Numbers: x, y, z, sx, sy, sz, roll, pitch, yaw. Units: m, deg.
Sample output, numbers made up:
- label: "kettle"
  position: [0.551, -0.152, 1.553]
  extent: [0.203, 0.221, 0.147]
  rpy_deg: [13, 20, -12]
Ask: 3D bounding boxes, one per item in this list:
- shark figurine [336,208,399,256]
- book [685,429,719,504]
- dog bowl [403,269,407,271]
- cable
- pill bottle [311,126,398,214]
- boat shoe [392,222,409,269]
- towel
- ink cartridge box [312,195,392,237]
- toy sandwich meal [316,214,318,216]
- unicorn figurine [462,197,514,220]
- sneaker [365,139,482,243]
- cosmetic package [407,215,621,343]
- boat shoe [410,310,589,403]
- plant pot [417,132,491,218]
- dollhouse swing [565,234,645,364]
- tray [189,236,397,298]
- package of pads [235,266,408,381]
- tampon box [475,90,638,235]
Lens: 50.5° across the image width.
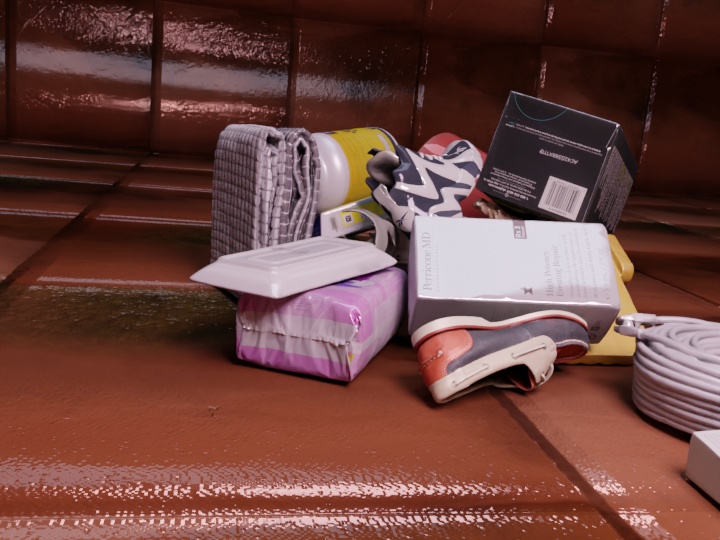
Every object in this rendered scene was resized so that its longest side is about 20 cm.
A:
- label: "shark figurine"
  position: [0.018, -0.007, 0.926]
  extent: [0.125, 0.092, 0.214]
  rpy_deg: [-8, -16, -24]
- label: "book"
  position: [0.335, 0.147, 0.489]
  extent: [0.194, 0.050, 0.134]
  rpy_deg: [2, 15, -9]
- label: "dog bowl"
  position: [0.111, -0.028, 1.162]
  extent: [0.194, 0.061, 0.200]
  rpy_deg: [6, 11, -1]
- label: "cable"
  position: [0.331, 0.099, 0.649]
  extent: [0.194, 0.071, 0.200]
  rpy_deg: [5, 12, -11]
- label: "pill bottle"
  position: [-0.034, -0.144, 1.107]
  extent: [0.110, 0.115, 0.198]
  rpy_deg: [14, 21, 38]
- label: "boat shoe"
  position: [0.122, 0.000, 1.030]
  extent: [0.195, 0.071, 0.071]
  rpy_deg: [18, -12, 7]
- label: "towel"
  position: [-0.111, -0.066, 0.895]
  extent: [0.083, 0.206, 0.165]
  rpy_deg: [-2, 12, -28]
- label: "ink cartridge box"
  position: [-0.023, -0.065, 1.054]
  extent: [0.195, 0.048, 0.197]
  rpy_deg: [-17, 2, -12]
- label: "toy sandwich meal"
  position: [-0.113, -0.094, 1.220]
  extent: [0.199, 0.072, 0.205]
  rpy_deg: [-7, -7, -1]
- label: "unicorn figurine"
  position: [0.207, -0.034, 1.031]
  extent: [0.135, 0.075, 0.199]
  rpy_deg: [28, 8, 19]
- label: "sneaker"
  position: [0.069, -0.122, 0.920]
  extent: [0.129, 0.079, 0.202]
  rpy_deg: [37, 50, -13]
- label: "cosmetic package"
  position: [0.146, 0.009, 0.758]
  extent: [0.194, 0.075, 0.104]
  rpy_deg: [2, 54, -2]
- label: "boat shoe"
  position: [0.134, 0.078, 0.679]
  extent: [0.195, 0.072, 0.064]
  rpy_deg: [1, 54, -33]
- label: "plant pot"
  position: [0.195, -0.120, 1.349]
  extent: [0.175, 0.206, 0.198]
  rpy_deg: [26, 22, 36]
- label: "dollhouse swing"
  position: [0.203, 0.054, 0.882]
  extent: [0.194, 0.180, 0.183]
  rpy_deg: [2, -29, -13]
- label: "tray"
  position: [-0.056, -0.009, 0.722]
  extent: [0.105, 0.023, 0.198]
  rpy_deg: [8, 13, 33]
- label: "package of pads"
  position: [-0.028, 0.040, 0.741]
  extent: [0.117, 0.078, 0.200]
  rpy_deg: [10, 13, 15]
- label: "tampon box"
  position: [0.259, -0.121, 0.990]
  extent: [0.147, 0.129, 0.199]
  rpy_deg: [23, 3, 27]
